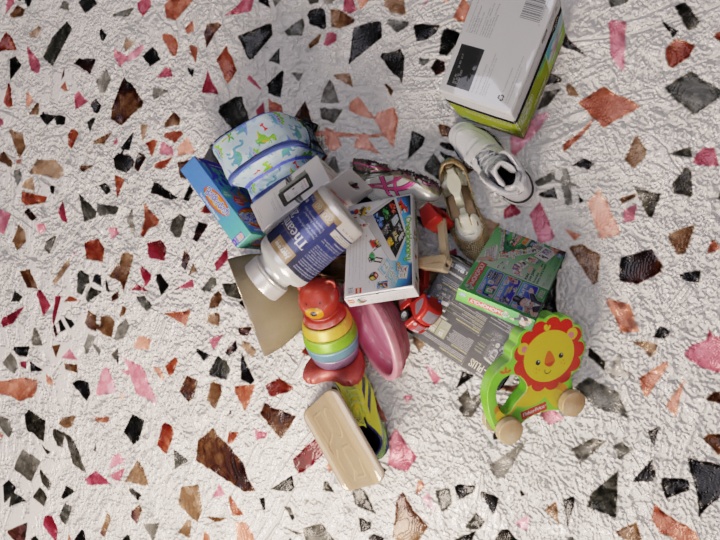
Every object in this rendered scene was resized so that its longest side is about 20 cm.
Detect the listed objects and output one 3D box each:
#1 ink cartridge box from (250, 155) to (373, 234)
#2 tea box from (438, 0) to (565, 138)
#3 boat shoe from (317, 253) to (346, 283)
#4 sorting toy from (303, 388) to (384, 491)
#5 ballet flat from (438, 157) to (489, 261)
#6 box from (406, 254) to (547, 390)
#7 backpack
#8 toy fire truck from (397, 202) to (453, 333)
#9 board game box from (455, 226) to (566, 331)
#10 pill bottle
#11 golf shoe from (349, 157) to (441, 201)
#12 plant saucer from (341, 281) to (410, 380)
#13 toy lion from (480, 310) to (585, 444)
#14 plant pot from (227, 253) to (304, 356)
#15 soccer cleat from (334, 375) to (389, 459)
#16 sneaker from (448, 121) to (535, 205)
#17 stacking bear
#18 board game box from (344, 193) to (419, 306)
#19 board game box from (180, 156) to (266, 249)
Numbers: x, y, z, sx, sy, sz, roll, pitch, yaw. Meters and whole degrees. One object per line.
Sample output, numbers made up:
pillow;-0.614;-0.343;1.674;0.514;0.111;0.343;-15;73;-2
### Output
ink cartridge box;-0.089;-0.135;1.217;0.199;0.116;0.068;-34;64;13
tea box;0.247;-0.357;1.116;0.133;0.197;0.202;24;98;18
boat shoe;0.000;0.000;1.268;0.198;0.067;0.073;1;90;19
sorting toy;-0.032;0.324;1.243;0.036;0.200;0.186;-26;78;-28
ballet flat;0.185;-0.113;1.205;0.070;0.065;0.202;-21;83;15
box;0.212;0.091;1.183;0.199;0.086;0.165;31;99;17
backpack;-0.170;-0.213;1.260;0.182;0.200;0.148;-29;80;16
toy fire truck;0.117;-0.005;1.157;0.141;0.049;0.201;-41;44;30
board game box;0.261;0.008;1.120;0.134;0.200;0.029;22;134;18
pill bottle;-0.102;-0.043;1.137;0.200;0.111;0.111;-41;77;6
golf shoe;0.064;-0.152;1.245;0.199;0.072;0.093;20;103;32
plant saucer;0.033;0.103;1.210;0.051;0.201;0.202;-25;80;-17
toy lion;0.292;0.170;1.104;0.198;0.069;0.193;-20;109;-12
plant pot;-0.163;0.048;1.278;0.133;0.200;0.202;-22;81;-11
soccer cleat;-0.002;0.268;1.258;0.064;0.084;0.201;-27;81;17
sneaker;0.230;-0.200;1.164;0.075;0.115;0.200;-46;76;13
stacking bear;-0.063;0.103;1.218;0.120;0.114;0.201;0;126;19
board game box;0.038;-0.038;1.150;0.125;0.035;0.202;-9;56;17
board game box;-0.254;-0.131;1.314;0.045;0.152;0.201;-40;78;14
